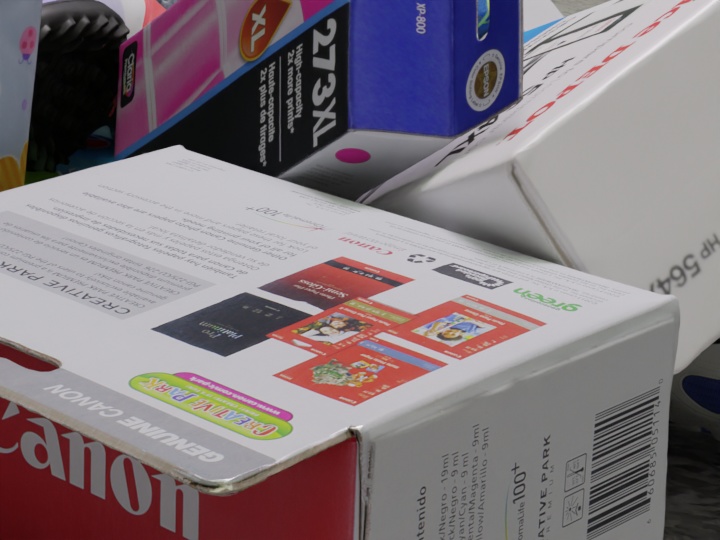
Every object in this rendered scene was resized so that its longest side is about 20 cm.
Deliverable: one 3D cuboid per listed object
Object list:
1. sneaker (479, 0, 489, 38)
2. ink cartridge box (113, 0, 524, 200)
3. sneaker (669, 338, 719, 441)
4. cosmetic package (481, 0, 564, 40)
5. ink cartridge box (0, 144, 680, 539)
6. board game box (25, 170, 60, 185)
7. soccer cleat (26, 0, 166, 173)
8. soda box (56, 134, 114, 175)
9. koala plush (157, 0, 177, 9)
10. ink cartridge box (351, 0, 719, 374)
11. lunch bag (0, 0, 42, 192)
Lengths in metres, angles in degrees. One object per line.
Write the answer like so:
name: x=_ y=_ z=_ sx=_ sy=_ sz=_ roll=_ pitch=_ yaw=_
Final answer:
sneaker: x=0.023 y=-0.104 z=0.866 sx=0.105 sy=0.076 sz=0.200 roll=24 pitch=33 yaw=-28
ink cartridge box: x=-0.019 y=-0.064 z=0.772 sx=0.037 sy=0.095 sz=0.200 roll=16 pitch=-27 yaw=-33
sneaker: x=0.141 y=0.041 z=0.828 sx=0.081 sy=0.115 sz=0.199 roll=-41 pitch=10 yaw=-33
cosmetic package: x=0.056 y=-0.087 z=1.073 sx=0.051 sy=0.083 sz=0.200 roll=26 pitch=17 yaw=-23
ink cartridge box: x=-0.046 y=0.040 z=0.654 sx=0.200 sy=0.084 sz=0.176 roll=19 pitch=25 yaw=40
board game box: x=-0.133 y=-0.014 z=0.849 sx=0.200 sy=0.030 sz=0.096 roll=42 pitch=27 yaw=26
soccer cleat: x=-0.120 y=-0.084 z=0.901 sx=0.073 sy=0.068 sz=0.200 roll=31 pitch=12 yaw=8
soda box: x=-0.158 y=-0.030 z=0.964 sx=0.200 sy=0.064 sz=0.068 roll=10 pitch=13 yaw=6
koala plush: x=-0.063 y=-0.162 z=1.316 sx=0.184 sy=0.200 sz=0.177 roll=17 pitch=15 yaw=36
ink cartridge box: x=0.071 y=-0.027 z=0.782 sx=0.146 sy=0.084 sz=0.200 roll=-38 pitch=10 yaw=-25
lunch bag: x=-0.208 y=-0.049 z=0.765 sx=0.200 sy=0.170 sz=0.127 roll=13 pitch=16 yaw=25
